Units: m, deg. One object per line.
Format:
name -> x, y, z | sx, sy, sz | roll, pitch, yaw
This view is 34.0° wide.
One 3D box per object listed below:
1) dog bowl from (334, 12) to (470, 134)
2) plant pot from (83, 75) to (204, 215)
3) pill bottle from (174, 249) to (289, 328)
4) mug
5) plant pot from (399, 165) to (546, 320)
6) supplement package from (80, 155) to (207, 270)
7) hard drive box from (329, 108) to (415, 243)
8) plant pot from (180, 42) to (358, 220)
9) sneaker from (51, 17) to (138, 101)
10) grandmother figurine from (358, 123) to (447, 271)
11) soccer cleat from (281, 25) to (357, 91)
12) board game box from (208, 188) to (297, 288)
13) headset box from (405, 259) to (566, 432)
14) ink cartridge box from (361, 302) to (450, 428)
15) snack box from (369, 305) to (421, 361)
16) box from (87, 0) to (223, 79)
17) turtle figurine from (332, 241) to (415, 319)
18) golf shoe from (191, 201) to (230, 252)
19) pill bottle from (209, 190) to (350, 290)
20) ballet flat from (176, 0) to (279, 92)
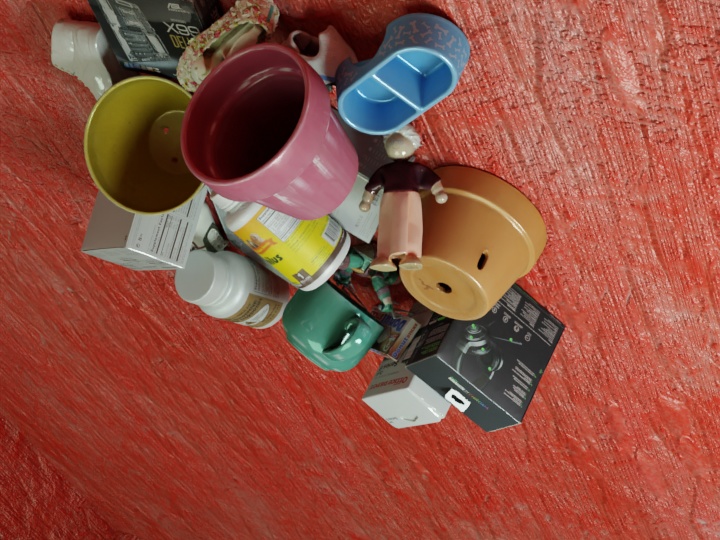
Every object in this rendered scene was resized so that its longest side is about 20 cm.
dog bowl -> 0.047, -0.235, 1.452 | 0.111, 0.050, 0.199 | 31, 141, -27
plant pot -> -0.296, -0.191, 1.772 | 0.199, 0.201, 0.142 | 28, -167, 5
pill bottle -> -0.220, 0.029, 2.018 | 0.114, 0.115, 0.199 | 9, 173, 34
mug -> -0.054, 0.090, 1.885 | 0.152, 0.115, 0.185 | 39, -178, 8
plant pot -> 0.144, -0.026, 1.646 | 0.199, 0.141, 0.201 | 22, 150, 13
supplement package -> -0.358, -0.091, 1.947 | 0.110, 0.157, 0.199 | 21, 168, -33
hard drive box -> -0.040, -0.148, 1.692 | 0.199, 0.077, 0.156 | 31, 151, 0
plant pot -> -0.100, -0.159, 1.505 | 0.199, 0.202, 0.179 | 7, 161, 36
sneaker -> -0.407, -0.301, 1.814 | 0.115, 0.074, 0.201 | 17, 139, 26
grandmother figurine -> 0.056, -0.103, 1.573 | 0.120, 0.202, 0.061 | -1, 169, 5
soccer cleat -> -0.088, -0.274, 1.562 | 0.199, 0.070, 0.087 | -9, 125, 42
board game box -> -0.165, -0.070, 1.936 | 0.199, 0.026, 0.201 | 32, 155, 30
headset box -> 0.187, 0.119, 1.768 | 0.174, 0.201, 0.093 | 38, 150, -15
ink cartridge box -> 0.107, 0.140, 1.873 | 0.084, 0.201, 0.146 | 39, 150, -17
snack box -> 0.040, 0.102, 1.939 | 0.024, 0.072, 0.200 | 38, 173, -16
box -> -0.274, -0.340, 1.641 | 0.199, 0.050, 0.158 | 15, 148, 26
turtle figurine -> 0.000, 0.000, 1.863 | 0.199, 0.101, 0.149 | 27, 176, -30
golf shoe -> -0.265, -0.063, 2.043 | 0.088, 0.078, 0.200 | 27, 160, 7
pill bottle -> -0.118, -0.070, 1.696 | 0.200, 0.110, 0.109 | 41, 150, -17
ballet flat -> -0.181, -0.288, 1.550 | 0.075, 0.064, 0.200 | 26, 133, -30
